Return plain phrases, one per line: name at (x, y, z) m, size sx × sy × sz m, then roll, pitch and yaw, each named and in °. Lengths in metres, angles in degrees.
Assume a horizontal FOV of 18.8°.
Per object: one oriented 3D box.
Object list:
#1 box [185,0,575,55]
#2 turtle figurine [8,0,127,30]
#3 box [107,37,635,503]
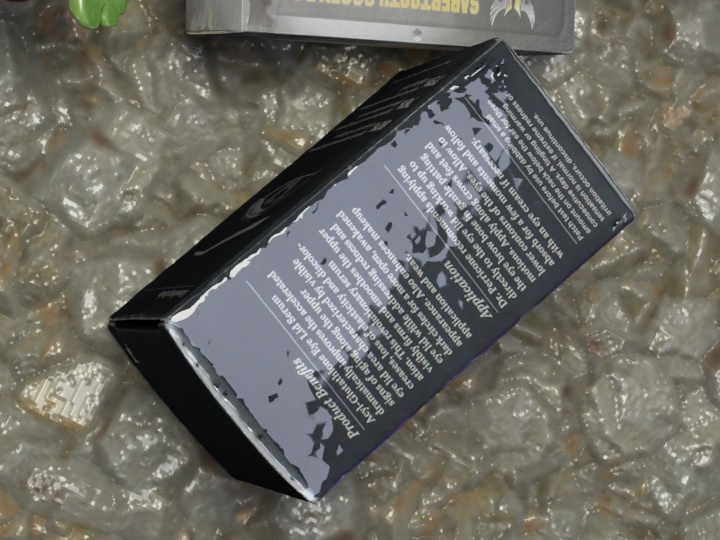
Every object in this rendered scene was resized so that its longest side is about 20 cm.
box at (0.015, -0.183, 1.005) m, size 0.200 × 0.048 × 0.159 m, roll -2°, pitch 95°, yaw -37°
turtle figurine at (-0.209, -0.109, 0.919) m, size 0.200 × 0.194 × 0.144 m, roll -62°, pitch 141°, yaw -37°
box at (0.000, 0.000, 0.986) m, size 0.200 × 0.148 × 0.104 m, roll -41°, pitch 100°, yaw -12°
